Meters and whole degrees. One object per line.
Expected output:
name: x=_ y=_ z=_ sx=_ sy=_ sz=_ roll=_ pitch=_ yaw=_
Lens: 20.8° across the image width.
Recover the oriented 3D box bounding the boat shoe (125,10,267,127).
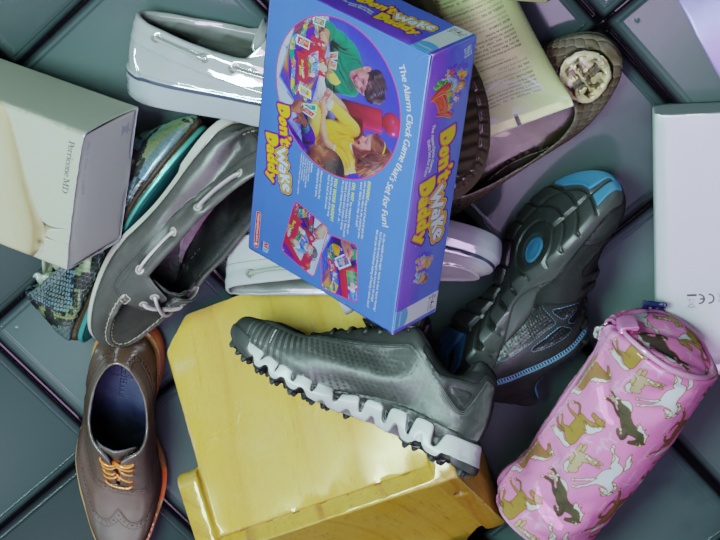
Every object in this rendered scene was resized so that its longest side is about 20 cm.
boat shoe: x=-0.062 y=-0.138 z=1.329 sx=0.198 sy=0.074 sz=0.066 roll=6 pitch=119 yaw=1

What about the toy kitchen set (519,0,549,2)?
toy kitchen set: x=0.076 y=-0.296 z=1.243 sx=0.179 sy=0.163 sz=0.201 roll=9 pitch=118 yaw=31

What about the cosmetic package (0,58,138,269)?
cosmetic package: x=-0.258 y=-0.087 z=1.332 sx=0.199 sy=0.073 sz=0.104 roll=20 pitch=116 yaw=20

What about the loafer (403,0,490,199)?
loafer: x=0.024 y=-0.140 z=1.290 sx=0.076 sy=0.067 sz=0.201 roll=-22 pitch=93 yaw=-24

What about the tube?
tube: x=0.068 y=-0.186 z=1.300 sx=0.058 sy=0.052 sz=0.201 roll=-3 pitch=116 yaw=56

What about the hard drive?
hard drive: x=0.273 y=-0.022 z=1.381 sx=0.131 sy=0.027 sz=0.201 roll=-2 pitch=115 yaw=6

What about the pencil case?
pencil case: x=0.173 y=0.117 z=1.407 sx=0.082 sy=0.087 sz=0.201 roll=-5 pitch=136 yaw=-42

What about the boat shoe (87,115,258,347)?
boat shoe: x=-0.123 y=-0.015 z=1.358 sx=0.067 sy=0.057 sz=0.200 roll=11 pitch=120 yaw=-51

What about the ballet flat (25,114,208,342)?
ballet flat: x=-0.181 y=-0.041 z=1.388 sx=0.074 sy=0.074 sz=0.201 roll=29 pitch=110 yaw=-9

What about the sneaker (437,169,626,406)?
sneaker: x=0.134 y=0.013 z=1.393 sx=0.082 sy=0.073 sz=0.200 roll=22 pitch=121 yaw=-24

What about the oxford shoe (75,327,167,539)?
oxford shoe: x=-0.184 y=0.137 z=1.461 sx=0.071 sy=0.073 sz=0.201 roll=3 pitch=115 yaw=3

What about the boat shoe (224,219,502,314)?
boat shoe: x=0.000 y=0.000 z=1.371 sx=0.199 sy=0.074 sz=0.067 roll=4 pitch=73 yaw=20

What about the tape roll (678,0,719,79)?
tape roll: x=0.253 y=-0.168 z=1.221 sx=0.085 sy=0.200 sz=0.201 roll=-27 pitch=110 yaw=16

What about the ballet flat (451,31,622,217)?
ballet flat: x=0.098 y=-0.091 z=1.351 sx=0.199 sy=0.046 sz=0.067 roll=-35 pitch=107 yaw=18

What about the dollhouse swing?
dollhouse swing: x=-0.025 y=0.119 z=1.463 sx=0.199 sy=0.177 sz=0.182 roll=-20 pitch=153 yaw=13

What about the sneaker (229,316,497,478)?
sneaker: x=0.008 y=0.063 z=1.351 sx=0.199 sy=0.066 sz=0.091 roll=24 pitch=86 yaw=14

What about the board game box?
board game box: x=-0.003 y=-0.078 z=1.248 sx=0.134 sy=0.045 sz=0.201 roll=30 pitch=129 yaw=31
